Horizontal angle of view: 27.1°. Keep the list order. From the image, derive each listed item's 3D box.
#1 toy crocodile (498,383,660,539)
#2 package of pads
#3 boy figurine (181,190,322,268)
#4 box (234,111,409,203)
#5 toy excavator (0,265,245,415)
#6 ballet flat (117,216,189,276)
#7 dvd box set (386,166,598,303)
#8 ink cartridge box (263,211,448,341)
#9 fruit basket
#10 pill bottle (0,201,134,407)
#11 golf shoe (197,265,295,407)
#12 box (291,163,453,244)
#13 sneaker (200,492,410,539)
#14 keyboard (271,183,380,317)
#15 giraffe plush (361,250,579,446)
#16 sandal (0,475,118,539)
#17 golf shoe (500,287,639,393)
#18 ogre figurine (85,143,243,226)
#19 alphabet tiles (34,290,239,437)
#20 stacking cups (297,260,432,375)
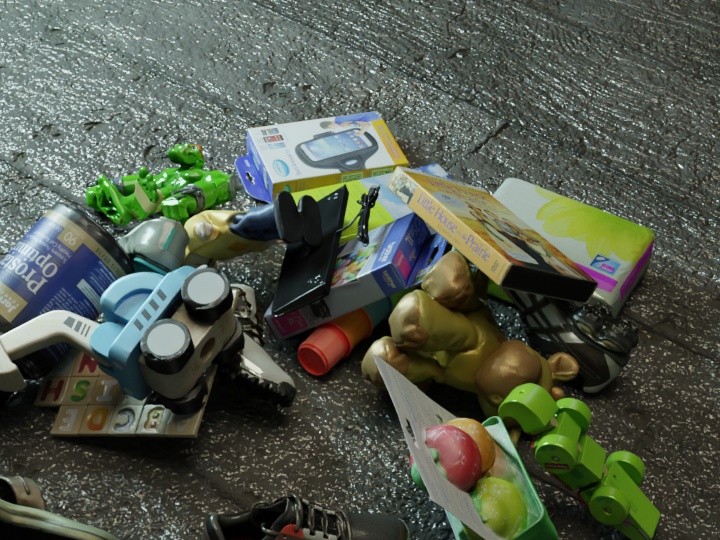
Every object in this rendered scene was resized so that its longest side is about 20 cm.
[{"bbox_3d":[0.210,0.185,1.409,0.200,0.062,0.068,45,43,-15],"label":"toy crocodile"},{"bbox_3d":[0.220,-0.020,1.705,0.199,0.069,0.155,22,43,20],"label":"package of pads"},{"bbox_3d":[-0.142,-0.035,1.621,0.199,0.065,0.124,-17,-14,33],"label":"boy figurine"},{"bbox_3d":[-0.052,-0.139,1.846,0.199,0.042,0.119,-8,41,-18],"label":"box"},{"bbox_3d":[-0.238,0.063,1.427,0.199,0.100,0.195,25,62,22],"label":"toy excavator"},{"bbox_3d":[-0.221,-0.024,1.596,0.067,0.200,0.064,27,79,-17],"label":"ballet flat"},{"bbox_3d":[0.136,-0.037,1.551,0.146,0.030,0.200,12,24,-43],"label":"dvd box set"},{"bbox_3d":[0.000,0.000,1.588,0.199,0.042,0.120,-21,22,27],"label":"ink cartridge box"},{"bbox_3d":[0.087,0.186,1.360,0.200,0.094,0.186,34,22,-39],"label":"fruit basket"},{"bbox_3d":[-0.331,0.038,1.513,0.111,0.112,0.200,30,71,28],"label":"pill bottle"},{"bbox_3d":[-0.129,0.061,1.537,0.200,0.078,0.095,34,76,29],"label":"golf shoe"},{"bbox_3d":[0.024,-0.064,1.746,0.199,0.048,0.122,-13,34,-19],"label":"box"},{"bbox_3d":[-0.049,0.242,1.353,0.198,0.082,0.077,-5,40,-11],"label":"sneaker"},{"bbox_3d":[-0.032,-0.031,1.601,0.127,0.021,0.201,-29,27,24],"label":"keyboard"},{"bbox_3d":[0.123,0.097,1.517,0.162,0.173,0.200,39,15,22],"label":"giraffe plush"},{"bbox_3d":[-0.303,0.224,1.359,0.200,0.080,0.058,20,46,4],"label":"sandal"},{"bbox_3d":[0.195,0.052,1.590,0.200,0.095,0.078,39,25,27],"label":"golf shoe"},{"bbox_3d":[-0.223,-0.089,1.725,0.119,0.200,0.099,-17,86,-39],"label":"ogre figurine"},{"bbox_3d":[-0.230,0.092,1.501,0.199,0.008,0.168,-2,54,24],"label":"alphabet tiles"},{"bbox_3d":[0.007,0.041,1.619,0.060,0.061,0.200,23,44,21],"label":"stacking cups"}]
